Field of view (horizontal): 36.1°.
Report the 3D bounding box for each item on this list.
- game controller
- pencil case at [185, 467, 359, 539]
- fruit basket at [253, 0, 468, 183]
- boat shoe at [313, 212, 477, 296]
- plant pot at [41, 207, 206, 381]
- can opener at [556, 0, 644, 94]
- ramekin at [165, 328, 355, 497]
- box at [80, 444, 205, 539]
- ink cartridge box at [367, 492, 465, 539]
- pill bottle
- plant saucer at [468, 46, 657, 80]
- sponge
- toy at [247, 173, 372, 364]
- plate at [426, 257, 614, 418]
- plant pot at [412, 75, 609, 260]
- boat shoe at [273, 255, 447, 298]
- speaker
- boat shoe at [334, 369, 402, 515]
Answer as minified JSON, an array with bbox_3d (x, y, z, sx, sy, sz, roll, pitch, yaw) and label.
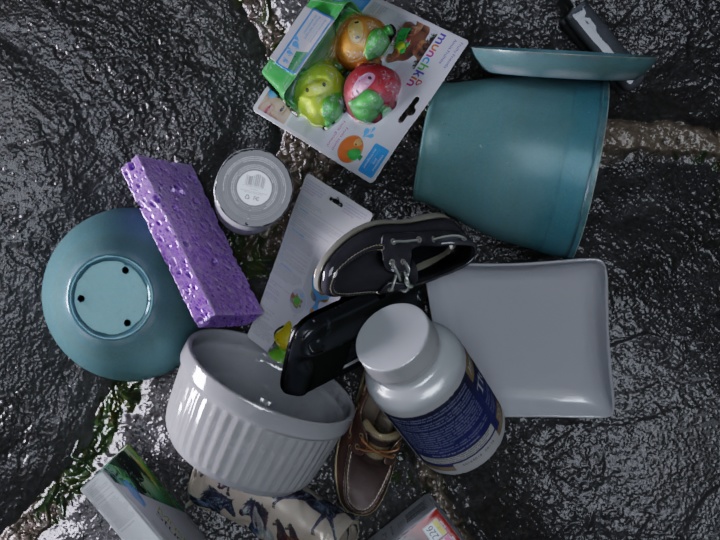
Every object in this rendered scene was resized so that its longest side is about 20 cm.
[{"bbox_3d":[-0.006,0.066,1.181,0.042,0.199,0.105,44,133,24],"label":"game controller"},{"bbox_3d":[-0.096,0.269,1.231,0.199,0.078,0.090,29,113,15],"label":"pencil case"},{"bbox_3d":[-0.008,-0.215,1.212,0.200,0.094,0.186,35,89,39],"label":"fruit basket"},{"bbox_3d":[0.041,-0.011,1.146,0.199,0.063,0.073,-18,131,-39],"label":"boat shoe"},{"bbox_3d":[-0.263,0.027,1.220,0.199,0.135,0.202,0,90,-2],"label":"plant pot"},{"bbox_3d":[0.267,-0.300,1.281,0.067,0.053,0.200,-41,93,-1],"label":"can opener"},{"bbox_3d":[-0.116,0.157,1.199,0.199,0.200,0.106,25,103,-2],"label":"ramekin"},{"bbox_3d":[-0.228,0.264,1.191,0.036,0.200,0.145,-39,92,-6],"label":"box"},{"bbox_3d":[0.073,0.392,1.261,0.175,0.084,0.200,-38,92,-1],"label":"ink cartridge box"},{"bbox_3d":[0.073,0.124,1.175,0.111,0.111,0.200,-37,134,-2],"label":"pill bottle"},{"bbox_3d":[0.215,-0.222,1.183,0.199,0.200,0.028,2,103,-2],"label":"plant saucer"},{"bbox_3d":[-0.183,-0.031,1.211,0.030,0.111,0.201,-33,76,19],"label":"sponge"},{"bbox_3d":[-0.047,0.010,1.210,0.115,0.047,0.201,33,105,40],"label":"toy"},{"bbox_3d":[0.181,0.074,1.242,0.199,0.032,0.201,-2,115,16],"label":"plate"},{"bbox_3d":[0.158,-0.125,1.216,0.187,0.200,0.202,11,90,5],"label":"plant pot"},{"bbox_3d":[0.000,0.000,1.274,0.198,0.063,0.074,3,105,1],"label":"boat shoe"},{"bbox_3d":[-0.119,-0.081,1.193,0.081,0.200,0.082,0,89,-8],"label":"speaker"},{"bbox_3d":[0.016,0.185,1.263,0.072,0.072,0.201,16,90,-2],"label":"boat shoe"}]
